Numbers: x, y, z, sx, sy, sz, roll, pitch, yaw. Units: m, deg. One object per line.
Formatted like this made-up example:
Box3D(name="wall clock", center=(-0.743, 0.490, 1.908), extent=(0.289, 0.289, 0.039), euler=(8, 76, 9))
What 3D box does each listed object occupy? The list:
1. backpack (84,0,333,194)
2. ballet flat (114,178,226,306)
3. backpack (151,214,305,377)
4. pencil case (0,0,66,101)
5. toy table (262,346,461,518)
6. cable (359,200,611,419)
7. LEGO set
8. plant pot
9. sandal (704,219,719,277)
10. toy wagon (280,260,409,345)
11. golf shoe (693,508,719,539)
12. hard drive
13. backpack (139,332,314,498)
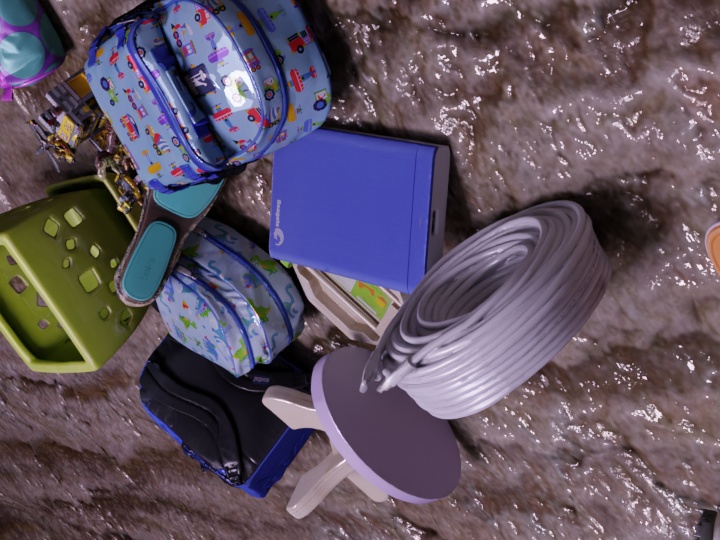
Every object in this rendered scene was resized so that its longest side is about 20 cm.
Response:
Box3D(name="backpack", center=(-0.127, -0.172, 1.127), extent=(0.200, 0.134, 0.183), euler=(-10, 109, 51))
Box3D(name="ballet flat", center=(-0.202, -0.057, 1.334), extent=(0.068, 0.201, 0.075), euler=(28, 178, -18))
Box3D(name="backpack", center=(-0.151, 0.027, 1.401), extent=(0.199, 0.154, 0.164), euler=(19, 135, 22))
Box3D(name="pencil case", center=(-0.400, -0.292, 1.377), extent=(0.085, 0.092, 0.201), euler=(-1, 126, 46))
Box3D(name="toy table", center=(-0.003, 0.177, 1.348), extent=(0.117, 0.184, 0.200), euler=(-27, 106, 44))
Box3D(name="cable", center=(0.108, 0.029, 1.012), extent=(0.200, 0.200, 0.069), euler=(-29, 108, 31))
Box3D(name="LEGO set", center=(-0.283, -0.136, 1.382), extent=(0.154, 0.116, 0.200), euler=(51, 149, -6))
Box3D(name="plant pot", center=(-0.350, -0.007, 1.549), extent=(0.200, 0.181, 0.200), euler=(-4, 122, 53))
Box3D(name="sandal", center=(0.309, 0.057, 0.926), extent=(0.207, 0.059, 0.079), euler=(50, 149, -4))
Box3D(name="toy wagon", center=(0.000, 0.000, 1.264), extent=(0.155, 0.040, 0.200), euler=(42, 148, 9))
Box3D(name="golf shoe", center=(0.362, 0.285, 1.125), extent=(0.088, 0.077, 0.200), euler=(-20, 113, 36))
Box3D(name="hard drive", center=(-0.006, -0.059, 1.161), extent=(0.199, 0.025, 0.133), euler=(14, 106, 42))
Box3D(name="backpack", center=(-0.158, 0.159, 1.518), extent=(0.200, 0.163, 0.168), euler=(34, 167, 18))
